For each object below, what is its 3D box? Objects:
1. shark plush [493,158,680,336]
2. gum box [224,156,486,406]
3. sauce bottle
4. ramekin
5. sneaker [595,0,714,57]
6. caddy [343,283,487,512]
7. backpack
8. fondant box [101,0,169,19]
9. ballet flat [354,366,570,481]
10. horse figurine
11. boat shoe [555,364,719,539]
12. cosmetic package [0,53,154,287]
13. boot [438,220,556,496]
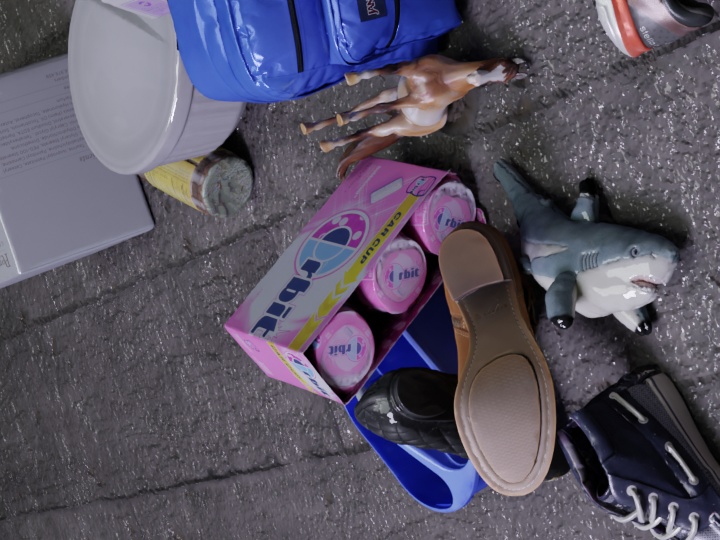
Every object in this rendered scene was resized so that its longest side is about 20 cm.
[{"bbox_3d":[0.163,-0.026,1.422,0.200,0.090,0.084,-121,47,-57],"label":"shark plush"},{"bbox_3d":[0.000,0.000,1.538,0.113,0.200,0.066,14,151,53],"label":"gum box"},{"bbox_3d":[-0.178,-0.107,1.872,0.199,0.064,0.065,30,131,49],"label":"sauce bottle"},{"bbox_3d":[-0.178,-0.190,1.765,0.202,0.094,0.205,10,103,53],"label":"ramekin"},{"bbox_3d":[0.185,-0.243,1.250,0.081,0.077,0.202,-9,101,31],"label":"sneaker"},{"bbox_3d":[0.049,0.101,1.590,0.200,0.104,0.142,49,144,30],"label":"caddy"},{"bbox_3d":[-0.037,-0.216,1.462,0.167,0.199,0.164,2,108,57],"label":"backpack"},{"bbox_3d":[-0.142,-0.322,1.603,0.144,0.058,0.202,-8,72,48],"label":"fondant box"},{"bbox_3d":[0.084,0.116,1.485,0.057,0.199,0.067,-24,53,48],"label":"ballet flat"},{"bbox_3d":[0.032,-0.127,1.499,0.200,0.131,0.050,137,117,-68],"label":"horse figurine"},{"bbox_3d":[0.217,0.169,1.381,0.201,0.092,0.075,57,146,21],"label":"boat shoe"},{"bbox_3d":[-0.345,-0.101,2.035,0.167,0.165,0.202,-17,93,58],"label":"cosmetic package"},{"bbox_3d":[0.104,0.062,1.449,0.155,0.076,0.202,7,-117,-79],"label":"boot"}]
